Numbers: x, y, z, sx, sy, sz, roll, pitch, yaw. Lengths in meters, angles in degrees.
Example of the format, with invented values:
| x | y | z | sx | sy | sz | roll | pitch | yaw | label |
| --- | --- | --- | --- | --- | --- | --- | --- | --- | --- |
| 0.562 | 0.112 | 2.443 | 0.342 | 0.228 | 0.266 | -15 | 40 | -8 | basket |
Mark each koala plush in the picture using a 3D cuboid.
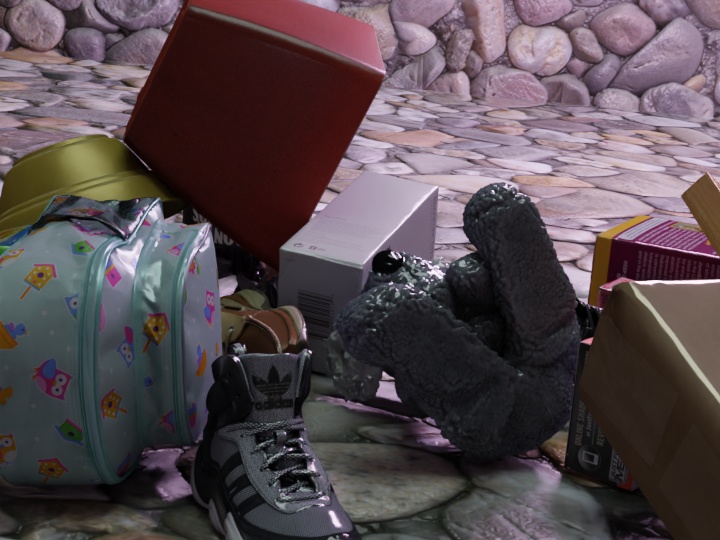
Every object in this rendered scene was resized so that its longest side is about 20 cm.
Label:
| x | y | z | sx | sy | sz | roll | pitch | yaw | label |
| --- | --- | --- | --- | --- | --- | --- | --- | --- | --- |
| 0.058 | 0.047 | 1.164 | 0.177 | 0.185 | 0.199 | -40 | 20 | -19 | koala plush |

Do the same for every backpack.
| x | y | z | sx | sy | sz | roll | pitch | yaw | label |
| --- | --- | --- | --- | --- | --- | --- | --- | --- | --- |
| -0.172 | 0.050 | 1.010 | 0.151 | 0.178 | 0.200 | 4 | 17 | 13 | backpack |

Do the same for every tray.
| x | y | z | sx | sy | sz | roll | pitch | yaw | label |
| --- | --- | --- | --- | --- | --- | --- | --- | --- | --- |
| 0.342 | 0.001 | 1.279 | 0.098 | 0.037 | 0.201 | 38 | 20 | -26 | tray |

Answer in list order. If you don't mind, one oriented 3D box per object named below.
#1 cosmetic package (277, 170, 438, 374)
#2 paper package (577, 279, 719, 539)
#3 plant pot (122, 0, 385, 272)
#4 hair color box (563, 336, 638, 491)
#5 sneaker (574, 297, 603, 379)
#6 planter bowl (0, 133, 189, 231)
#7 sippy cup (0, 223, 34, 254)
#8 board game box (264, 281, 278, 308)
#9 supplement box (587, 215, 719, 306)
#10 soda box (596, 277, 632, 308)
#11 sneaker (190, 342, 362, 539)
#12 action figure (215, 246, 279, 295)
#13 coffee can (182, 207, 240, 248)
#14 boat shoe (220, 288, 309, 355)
| x | y | z | sx | sy | sz | roll | pitch | yaw | label |
| --- | --- | --- | --- | --- | --- | --- | --- | --- | --- |
| 0.000 | 0.000 | 1.339 | 0.080 | 0.114 | 0.200 | 13 | 28 | 19 | cosmetic package |
| 0.270 | 0.102 | 0.973 | 0.189 | 0.104 | 0.201 | -2 | 39 | -25 | paper package |
| -0.105 | -0.152 | 1.367 | 0.175 | 0.201 | 0.200 | 25 | 18 | -11 | plant pot |
| 0.232 | 0.090 | 1.156 | 0.061 | 0.103 | 0.199 | 15 | 18 | 35 | hair color box |
| 0.210 | 0.054 | 1.258 | 0.103 | 0.061 | 0.200 | -6 | -23 | 14 | sneaker |
| -0.256 | -0.069 | 1.358 | 0.198 | 0.084 | 0.200 | -19 | -3 | -1 | planter bowl |
| -0.260 | 0.020 | 1.216 | 0.129 | 0.179 | 0.140 | 0 | 38 | 27 | sippy cup |
| -0.028 | 0.016 | 1.508 | 0.134 | 0.028 | 0.200 | 4 | 14 | -10 | board game box |
| 0.336 | 0.020 | 1.472 | 0.198 | 0.104 | 0.131 | 12 | 16 | 28 | supplement box |
| 0.310 | 0.063 | 1.358 | 0.198 | 0.071 | 0.063 | 14 | 17 | 27 | soda box |
| -0.052 | 0.112 | 0.928 | 0.075 | 0.115 | 0.200 | -2 | 15 | -26 | sneaker |
| -0.128 | -0.006 | 1.432 | 0.197 | 0.070 | 0.130 | 0 | 12 | 2 | action figure |
| -0.119 | -0.115 | 1.643 | 0.145 | 0.202 | 0.146 | 4 | 13 | -1 | coffee can |
| -0.094 | 0.063 | 1.222 | 0.073 | 0.077 | 0.200 | -5 | 8 | -19 | boat shoe |
